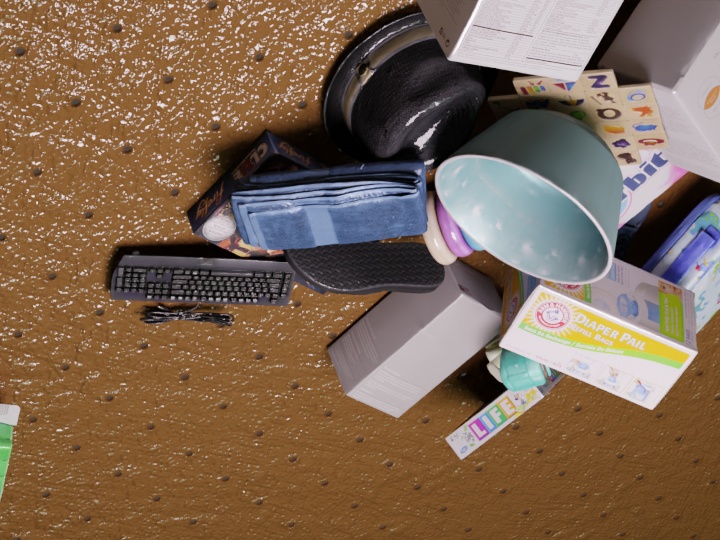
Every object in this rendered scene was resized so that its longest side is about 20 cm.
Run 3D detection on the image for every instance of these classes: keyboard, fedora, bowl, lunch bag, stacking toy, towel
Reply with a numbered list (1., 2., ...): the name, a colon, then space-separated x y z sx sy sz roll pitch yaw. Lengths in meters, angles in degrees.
1. keyboard: -0.177 0.027 1.634 0.199 0.021 0.127 3 143 -12
2. fedora: 0.064 -0.165 1.507 0.200 0.092 0.201 -12 138 -11
3. bowl: 0.188 -0.087 1.497 0.105 0.200 0.201 -55 144 -23
4. lunch bag: 0.403 0.004 1.791 0.200 0.082 0.161 -51 156 10
5. stacking toy: 0.167 -0.073 1.619 0.199 0.086 0.085 -18 141 20
6. towel: -0.028 -0.062 1.516 0.199 0.049 0.112 -6 150 3

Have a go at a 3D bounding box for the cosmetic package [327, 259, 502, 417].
1. cosmetic package: 0.070 0.078 1.775 0.200 0.090 0.107 -43 136 17

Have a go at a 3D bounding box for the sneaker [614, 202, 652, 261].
1. sneaker: 0.296 -0.010 1.779 0.075 0.085 0.200 11 129 -32

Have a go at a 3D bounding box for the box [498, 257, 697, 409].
1. box: 0.267 0.054 1.659 0.199 0.113 0.102 23 129 -8

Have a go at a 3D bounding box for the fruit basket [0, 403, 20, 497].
1. fruit basket: -0.497 0.197 1.666 0.199 0.094 0.186 11 130 -12

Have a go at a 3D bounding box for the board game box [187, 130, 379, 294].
1. board game box: -0.070 -0.059 1.605 0.200 0.035 0.135 26 120 -40

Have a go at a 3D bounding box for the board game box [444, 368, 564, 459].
1. board game box: 0.192 0.165 1.869 0.134 0.034 0.200 -40 174 19

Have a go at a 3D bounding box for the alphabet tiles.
1. alphabet tiles: 0.228 -0.153 1.526 0.166 0.006 0.200 -3 156 18

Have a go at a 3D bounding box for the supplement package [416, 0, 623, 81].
1. supplement package: 0.147 -0.313 1.315 0.147 0.192 0.200 4 133 -28

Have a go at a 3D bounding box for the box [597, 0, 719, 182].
1. box: 0.366 -0.207 1.545 0.153 0.106 0.200 -55 135 -6

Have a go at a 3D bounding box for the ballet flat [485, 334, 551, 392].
1. ballet flat: 0.183 0.095 1.755 0.070 0.200 0.068 -18 100 6

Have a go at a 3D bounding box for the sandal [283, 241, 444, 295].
1. sandal: 0.001 0.001 1.623 0.200 0.076 0.048 8 148 -30

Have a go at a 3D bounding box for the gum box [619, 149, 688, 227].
1. gum box: 0.267 -0.102 1.682 0.200 0.066 0.113 -41 136 21
